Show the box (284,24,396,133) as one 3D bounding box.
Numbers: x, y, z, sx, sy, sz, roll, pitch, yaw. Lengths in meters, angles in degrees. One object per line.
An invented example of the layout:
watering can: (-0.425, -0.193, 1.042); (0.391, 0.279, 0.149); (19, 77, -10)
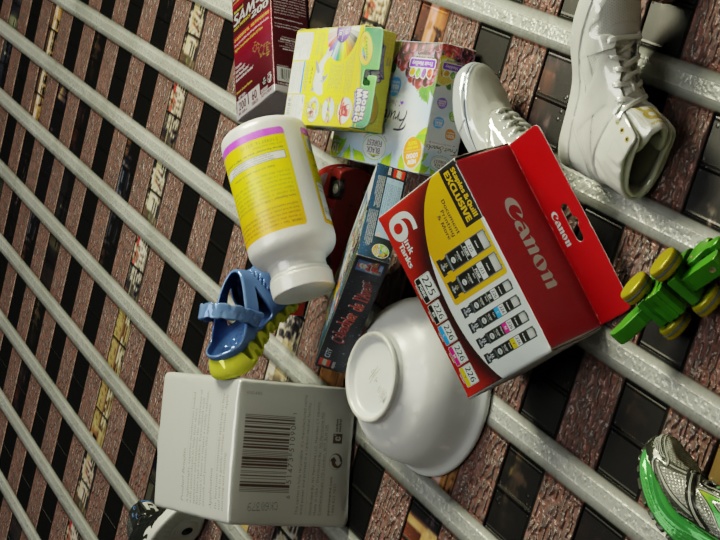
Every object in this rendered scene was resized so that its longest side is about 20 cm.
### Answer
box: (-0.020, -0.218, 1.622); (0.200, 0.048, 0.119); (15, 97, 63)

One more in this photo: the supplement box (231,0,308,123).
supplement box: (-0.119, -0.304, 1.876); (0.109, 0.060, 0.202); (-28, 60, 53)

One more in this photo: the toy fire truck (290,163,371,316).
toy fire truck: (-0.054, -0.035, 1.734); (0.141, 0.048, 0.202); (21, 102, 56)

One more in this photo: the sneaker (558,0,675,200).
sneaker: (0.242, -0.165, 1.264); (0.116, 0.073, 0.202); (41, 136, 50)

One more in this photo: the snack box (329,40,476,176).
snack box: (0.044, -0.186, 1.604); (0.199, 0.053, 0.144); (17, 100, 58)

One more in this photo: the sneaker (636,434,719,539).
sneaker: (0.299, 0.198, 1.126); (0.200, 0.078, 0.086); (49, 118, 39)

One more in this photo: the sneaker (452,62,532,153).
sneaker: (0.150, -0.124, 1.418); (0.071, 0.073, 0.202); (-34, 66, 47)

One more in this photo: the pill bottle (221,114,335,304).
pill bottle: (-0.089, -0.068, 1.619); (0.104, 0.104, 0.202); (-35, 65, 49)

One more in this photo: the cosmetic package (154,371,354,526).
cosmetic package: (-0.128, 0.212, 1.697); (0.199, 0.164, 0.167); (-1, 83, 57)

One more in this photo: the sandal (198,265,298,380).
sandal: (-0.125, 0.031, 1.640); (0.079, 0.087, 0.201); (-6, 36, 32)

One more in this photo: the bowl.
bowl: (0.046, 0.116, 1.512); (0.200, 0.090, 0.203); (-17, 70, 56)

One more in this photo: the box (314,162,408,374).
box: (0.000, 0.000, 1.560); (0.201, 0.037, 0.137); (111, 173, -49)

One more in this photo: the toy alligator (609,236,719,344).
toy alligator: (0.283, -0.001, 1.199); (0.200, 0.059, 0.054); (-46, 7, 44)

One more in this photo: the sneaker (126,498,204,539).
sneaker: (-0.286, 0.352, 2.002); (0.201, 0.073, 0.112); (-60, 40, 34)

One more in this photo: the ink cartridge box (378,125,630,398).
ink cartridge box: (0.134, -0.009, 1.342); (0.175, 0.083, 0.201); (-37, 77, 48)

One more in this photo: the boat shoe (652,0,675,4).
boat shoe: (0.281, -0.336, 1.239); (0.076, 0.073, 0.202); (48, 126, 50)
